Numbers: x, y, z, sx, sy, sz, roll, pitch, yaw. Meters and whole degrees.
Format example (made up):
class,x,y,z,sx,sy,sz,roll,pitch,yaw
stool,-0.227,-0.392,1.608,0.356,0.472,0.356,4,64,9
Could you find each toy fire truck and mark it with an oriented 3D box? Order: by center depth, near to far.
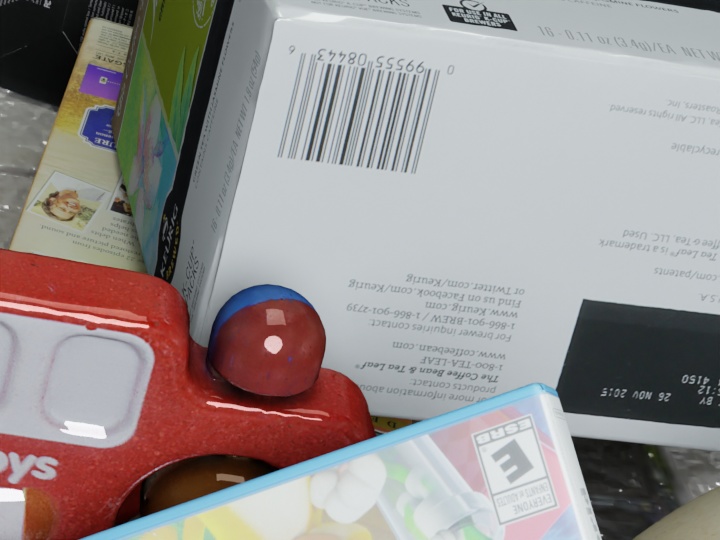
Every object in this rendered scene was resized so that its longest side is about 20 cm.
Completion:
class,x,y,z,sx,sy,sz,roll,pitch,yaw
toy fire truck,-0.081,0.070,0.825,0.200,0.168,0.112,10,36,-11

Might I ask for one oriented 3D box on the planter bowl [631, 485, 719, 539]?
class,x,y,z,sx,sy,sz,roll,pitch,yaw
planter bowl,0.108,0.153,0.799,0.135,0.200,0.200,-12,37,4

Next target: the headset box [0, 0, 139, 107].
class,x,y,z,sx,sy,sz,roll,pitch,yaw
headset box,-0.088,-0.176,1.177,0.077,0.149,0.200,18,36,-1

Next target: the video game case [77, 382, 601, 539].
class,x,y,z,sx,sy,sz,roll,pitch,yaw
video game case,0.011,0.145,0.735,0.018,0.143,0.200,25,47,-70

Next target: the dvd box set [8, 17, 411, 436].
class,x,y,z,sx,sy,sz,roll,pitch,yaw
dvd box set,-0.046,-0.010,1.007,0.146,0.029,0.200,15,35,-5

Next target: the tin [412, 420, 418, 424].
class,x,y,z,sx,sy,sz,roll,pitch,yaw
tin,0.000,0.000,1.073,0.112,0.042,0.200,20,35,-3

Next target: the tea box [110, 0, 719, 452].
class,x,y,z,sx,sy,sz,roll,pitch,yaw
tea box,0.036,-0.051,0.938,0.200,0.134,0.197,7,26,-17
